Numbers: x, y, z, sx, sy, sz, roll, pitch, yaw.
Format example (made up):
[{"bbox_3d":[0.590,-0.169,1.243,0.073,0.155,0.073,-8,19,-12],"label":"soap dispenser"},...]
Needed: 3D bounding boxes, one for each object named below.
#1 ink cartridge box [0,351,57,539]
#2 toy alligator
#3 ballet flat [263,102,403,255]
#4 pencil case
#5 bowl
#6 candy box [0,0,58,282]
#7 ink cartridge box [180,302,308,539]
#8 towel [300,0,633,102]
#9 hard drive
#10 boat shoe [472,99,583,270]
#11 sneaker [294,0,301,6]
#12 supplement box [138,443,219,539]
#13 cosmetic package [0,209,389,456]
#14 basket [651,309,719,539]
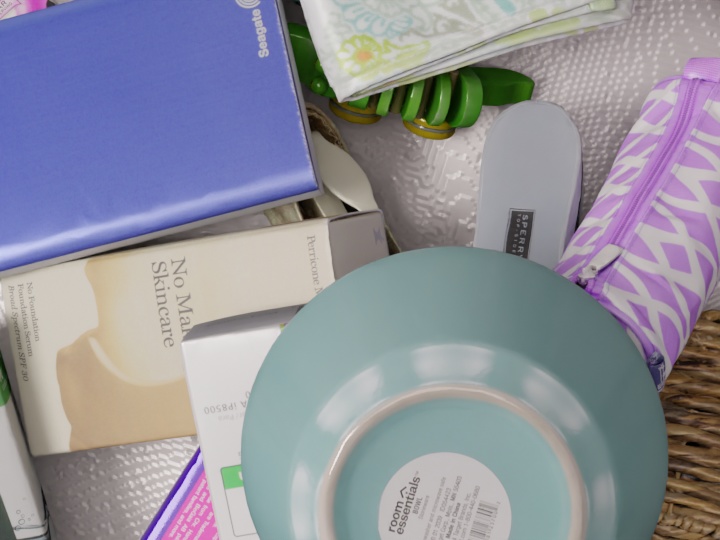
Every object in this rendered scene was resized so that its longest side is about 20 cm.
[{"bbox_3d":[-0.238,0.137,1.173,0.146,0.083,0.201,-18,97,-6],"label":"ink cartridge box"},{"bbox_3d":[-0.003,-0.106,1.179,0.199,0.054,0.059,12,119,-8],"label":"toy alligator"},{"bbox_3d":[0.000,0.000,1.184,0.067,0.062,0.200,-28,83,-36],"label":"ballet flat"},{"bbox_3d":[0.144,-0.017,1.117,0.084,0.200,0.086,2,129,31],"label":"pencil case"},{"bbox_3d":[0.042,0.095,0.990,0.200,0.105,0.202,0,99,2],"label":"bowl"},{"bbox_3d":[-0.222,-0.105,1.220,0.200,0.061,0.136,40,90,9],"label":"candy box"},{"bbox_3d":[-0.013,0.117,1.073,0.109,0.050,0.201,-10,98,6],"label":"ink cartridge box"},{"bbox_3d":[0.038,-0.201,1.134,0.171,0.048,0.201,-17,88,0],"label":"towel"},{"bbox_3d":[-0.130,-0.079,1.155,0.199,0.025,0.132,-14,77,6],"label":"hard drive"},{"bbox_3d":[0.080,0.012,1.176,0.073,0.068,0.200,4,78,15],"label":"boat shoe"},{"bbox_3d":[-0.024,-0.187,1.209,0.200,0.078,0.091,-27,101,8],"label":"sneaker"},{"bbox_3d":[-0.017,0.180,1.165,0.200,0.101,0.104,33,92,6],"label":"supplement box"},{"bbox_3d":[-0.082,0.034,1.161,0.199,0.071,0.106,-11,91,25],"label":"cosmetic package"},{"bbox_3d":[0.191,0.117,1.165,0.199,0.149,0.143,14,56,7],"label":"basket"}]
